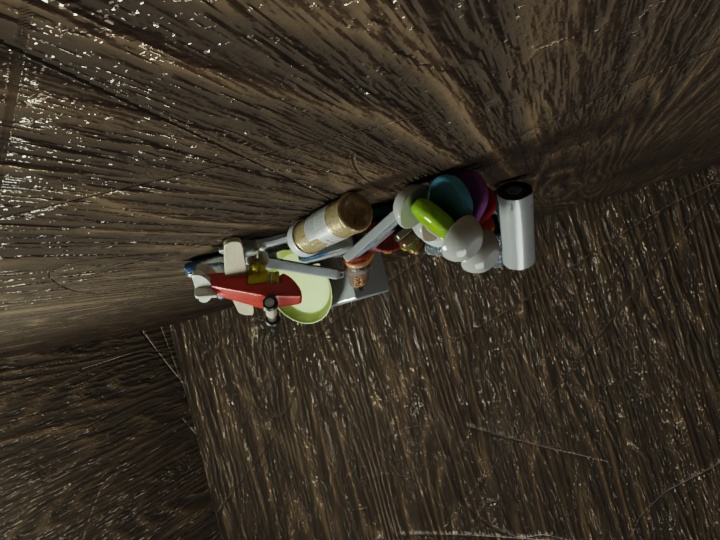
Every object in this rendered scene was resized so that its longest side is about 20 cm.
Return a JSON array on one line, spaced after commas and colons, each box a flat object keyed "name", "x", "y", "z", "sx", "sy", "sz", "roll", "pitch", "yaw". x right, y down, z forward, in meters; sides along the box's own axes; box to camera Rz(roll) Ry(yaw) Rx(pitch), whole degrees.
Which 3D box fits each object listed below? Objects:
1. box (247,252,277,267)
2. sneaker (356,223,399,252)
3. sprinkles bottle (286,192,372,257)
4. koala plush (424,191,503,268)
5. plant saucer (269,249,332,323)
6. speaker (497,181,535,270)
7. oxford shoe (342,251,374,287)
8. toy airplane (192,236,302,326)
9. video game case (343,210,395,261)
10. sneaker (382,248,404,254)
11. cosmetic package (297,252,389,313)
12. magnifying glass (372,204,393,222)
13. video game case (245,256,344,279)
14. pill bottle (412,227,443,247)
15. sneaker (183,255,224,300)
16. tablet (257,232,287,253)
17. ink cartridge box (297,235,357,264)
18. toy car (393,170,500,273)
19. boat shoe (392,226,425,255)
[{"name": "box", "x": -0.291, "y": -0.006, "z": 1.505, "sx": 0.198, "sy": 0.042, "sz": 0.039, "roll": -13, "pitch": 176, "yaw": -25}, {"name": "sneaker", "x": -0.003, "y": -0.077, "z": 1.519, "sx": 0.199, "sy": 0.079, "sz": 0.115, "roll": 2, "pitch": 176, "yaw": -35}, {"name": "sprinkles bottle", "x": -0.058, "y": -0.076, "z": 1.101, "sx": 0.068, "sy": 0.069, "sz": 0.199, "roll": -13, "pitch": 176, "yaw": -33}, {"name": "koala plush", "x": 0.265, "y": -0.085, "z": 1.614, "sx": 0.198, "sy": 0.186, "sz": 0.177, "roll": -10, "pitch": 176, "yaw": -10}, {"name": "plant saucer", "x": -0.150, "y": 0.037, "z": 1.607, "sx": 0.199, "sy": 0.201, "sz": 0.031, "roll": -17, "pitch": -168, "yaw": 34}, {"name": "speaker", "x": 0.365, "y": -0.101, "z": 1.483, "sx": 0.080, "sy": 0.201, "sz": 0.082, "roll": -9, "pitch": -143, "yaw": 7}, {"name": "oxford shoe", "x": 0.000, "y": 0.000, "z": 1.397, "sx": 0.071, "sy": 0.074, "sz": 0.200, "roll": -11, "pitch": -177, "yaw": 0}, {"name": "toy airplane", "x": -0.231, "y": 0.014, "z": 1.258, "sx": 0.199, "sy": 0.142, "sz": 0.199, "roll": -17, "pitch": 133, "yaw": 43}, {"name": "video game case", "x": 0.046, "y": -0.081, "z": 1.298, "sx": 0.143, "sy": 0.017, "sz": 0.200, "roll": -41, "pitch": 176, "yaw": 18}, {"name": "sneaker", "x": 0.128, "y": -0.095, "z": 1.580, "sx": 0.199, "sy": 0.083, "sz": 0.078, "roll": -19, "pitch": 175, "yaw": 34}, {"name": "cosmetic package", "x": -0.061, "y": 0.006, "z": 1.682, "sx": 0.199, "sy": 0.169, "sz": 0.166, "roll": -16, "pitch": 177, "yaw": 34}, {"name": "magnifying glass", "x": 0.052, "y": -0.117, "z": 1.385, "sx": 0.079, "sy": 0.023, "sz": 0.200, "roll": -16, "pitch": 178, "yaw": 13}, {"name": "video game case", "x": -0.139, "y": -0.008, "z": 1.417, "sx": 0.198, "sy": 0.022, "sz": 0.182, "roll": 9, "pitch": -179, "yaw": 3}, {"name": "pill bottle", "x": 0.177, "y": -0.106, "z": 1.329, "sx": 0.110, "sy": 0.112, "sz": 0.200, "roll": -16, "pitch": 177, "yaw": 25}, {"name": "sneaker", "x": -0.299, "y": 0.018, "z": 1.362, "sx": 0.076, "sy": 0.086, "sz": 0.200, "roll": -13, "pitch": 172, "yaw": 22}, {"name": "tablet", "x": -0.212, "y": -0.049, "z": 1.367, "sx": 0.129, "sy": 0.014, "sz": 0.200, "roll": -14, "pitch": 177, "yaw": -14}, {"name": "ink cartridge box", "x": -0.067, "y": -0.061, "z": 1.331, "sx": 0.115, "sy": 0.069, "sz": 0.200, "roll": -15, "pitch": 177, "yaw": 3}, {"name": "toy car", "x": 0.171, "y": -0.101, "z": 1.120, "sx": 0.151, "sy": 0.175, "sz": 0.200, "roll": -56, "pitch": 146, "yaw": 7}, {"name": "boat shoe", "x": 0.120, "y": -0.083, "z": 1.417, "sx": 0.072, "sy": 0.068, "sz": 0.200, "roll": -37, "pitch": -173, "yaw": 26}]
